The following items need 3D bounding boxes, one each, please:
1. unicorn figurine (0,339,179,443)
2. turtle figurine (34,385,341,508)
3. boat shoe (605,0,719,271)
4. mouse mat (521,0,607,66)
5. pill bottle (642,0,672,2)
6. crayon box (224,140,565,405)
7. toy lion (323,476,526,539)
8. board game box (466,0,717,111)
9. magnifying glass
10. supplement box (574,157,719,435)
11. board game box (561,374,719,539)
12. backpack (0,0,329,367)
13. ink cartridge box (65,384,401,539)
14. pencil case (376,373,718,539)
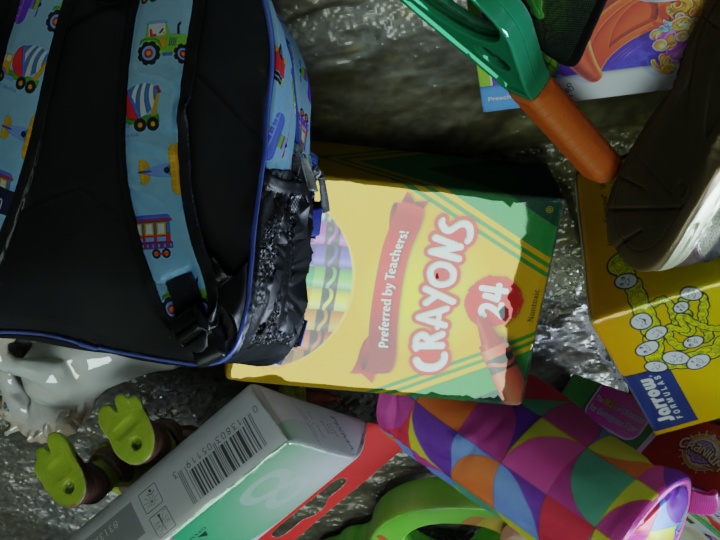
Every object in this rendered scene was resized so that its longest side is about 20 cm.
[{"bbox_3d":[-0.159,0.040,1.054,0.199,0.074,0.138,-10,135,12],"label":"unicorn figurine"},{"bbox_3d":[-0.120,0.114,1.093,0.199,0.065,0.161,-17,168,26],"label":"turtle figurine"},{"bbox_3d":[0.189,-0.082,0.867,0.065,0.073,0.200,1,136,-40],"label":"boat shoe"},{"bbox_3d":[0.042,-0.167,0.762,0.161,0.008,0.200,38,166,7],"label":"mouse mat"},{"bbox_3d":[0.104,-0.212,0.731,0.111,0.112,0.201,-18,122,18],"label":"pill bottle"},{"bbox_3d":[0.000,0.000,0.993,0.199,0.051,0.128,5,115,-8],"label":"crayon box"},{"bbox_3d":[0.052,0.209,1.251,0.190,0.069,0.201,2,137,9],"label":"toy lion"},{"bbox_3d":[0.147,-0.150,0.870,0.199,0.045,0.135,-7,137,7],"label":"board game box"},{"bbox_3d":[0.069,-0.099,0.854,0.022,0.079,0.200,-54,135,-8],"label":"magnifying glass"},{"bbox_3d":[0.227,-0.009,0.975,0.199,0.110,0.109,-18,134,19],"label":"supplement box"},{"bbox_3d":[0.223,0.141,1.096,0.199,0.040,0.153,19,160,50],"label":"board game box"},{"bbox_3d":[-0.104,-0.061,0.884,0.181,0.201,0.134,6,-179,22],"label":"backpack"},{"bbox_3d":[-0.060,0.146,1.079,0.161,0.050,0.200,-41,149,14],"label":"ink cartridge box"},{"bbox_3d":[0.101,0.107,1.051,0.200,0.088,0.089,33,150,33],"label":"pencil case"}]
